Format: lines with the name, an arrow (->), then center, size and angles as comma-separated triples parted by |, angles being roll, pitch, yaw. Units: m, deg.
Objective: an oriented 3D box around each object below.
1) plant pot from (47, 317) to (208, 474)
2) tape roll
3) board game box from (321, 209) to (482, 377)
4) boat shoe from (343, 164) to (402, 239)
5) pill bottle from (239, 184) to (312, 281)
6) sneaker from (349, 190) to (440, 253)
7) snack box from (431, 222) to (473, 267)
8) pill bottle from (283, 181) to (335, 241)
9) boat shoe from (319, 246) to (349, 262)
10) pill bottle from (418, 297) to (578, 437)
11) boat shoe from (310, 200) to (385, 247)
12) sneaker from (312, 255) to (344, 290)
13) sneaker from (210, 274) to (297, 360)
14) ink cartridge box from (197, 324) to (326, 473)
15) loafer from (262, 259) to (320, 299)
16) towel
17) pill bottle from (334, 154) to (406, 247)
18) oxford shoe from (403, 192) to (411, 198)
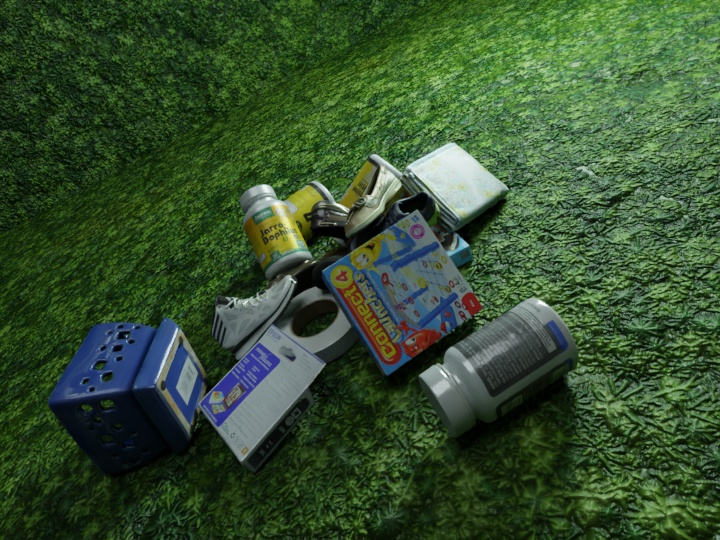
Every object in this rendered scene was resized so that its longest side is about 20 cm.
plant pot -> -0.390, 0.214, 0.968 | 0.176, 0.202, 0.201 | -11, 35, 8
tape roll -> -0.084, 0.103, 1.049 | 0.200, 0.037, 0.204 | -19, 34, 13
board game box -> 0.067, 0.037, 0.900 | 0.194, 0.202, 0.056 | -33, -8, -11
boat shoe -> 0.015, -0.134, 1.046 | 0.073, 0.063, 0.201 | -33, 15, 49
pill bottle -> -0.194, -0.084, 1.206 | 0.111, 0.113, 0.202 | -26, 73, -2
sneaker -> 0.060, -0.090, 1.034 | 0.199, 0.081, 0.074 | -35, 64, -4
snack box -> 0.136, -0.055, 1.116 | 0.115, 0.037, 0.201 | -27, 33, -2
pill bottle -> -0.161, -0.121, 1.341 | 0.199, 0.115, 0.114 | -39, 35, -19
boat shoe -> 0.000, 0.000, 1.103 | 0.198, 0.065, 0.071 | 9, 39, 38
pill bottle -> 0.187, 0.135, 0.747 | 0.198, 0.115, 0.114 | -30, 33, -7
boat shoe -> -0.010, -0.080, 1.113 | 0.196, 0.075, 0.074 | 13, 66, 0
sneaker -> -0.019, 0.021, 1.020 | 0.197, 0.073, 0.083 | -6, 51, 37
sneaker -> -0.218, 0.069, 1.057 | 0.201, 0.115, 0.076 | -50, 15, 3
ink cartridge box -> -0.166, 0.209, 0.932 | 0.200, 0.044, 0.197 | -48, 37, -14
loafer -> -0.162, 0.040, 1.154 | 0.199, 0.077, 0.067 | -37, 41, -16
towel -> 0.196, -0.180, 1.140 | 0.199, 0.048, 0.171 | -33, 71, -34
pill bottle -> 0.015, -0.145, 1.205 | 0.201, 0.111, 0.112 | -55, 32, 9
oxford shoe -> 0.131, -0.167, 1.225 | 0.197, 0.073, 0.071 | -11, 5, 23
